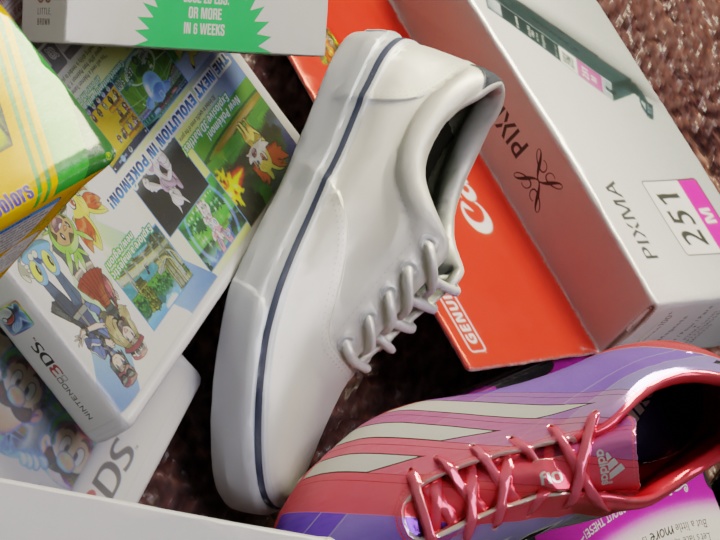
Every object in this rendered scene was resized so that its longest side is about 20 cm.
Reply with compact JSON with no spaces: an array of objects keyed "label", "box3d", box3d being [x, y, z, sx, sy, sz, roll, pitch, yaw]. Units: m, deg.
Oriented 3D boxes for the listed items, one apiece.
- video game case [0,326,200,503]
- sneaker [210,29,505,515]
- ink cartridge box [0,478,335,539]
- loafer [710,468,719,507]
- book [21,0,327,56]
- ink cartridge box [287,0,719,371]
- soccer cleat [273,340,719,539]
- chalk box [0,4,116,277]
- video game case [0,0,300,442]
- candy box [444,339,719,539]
[{"label":"video game case","box3d":[-0.155,0.035,0.960,0.200,0.024,0.182,48,44,-22]},{"label":"sneaker","box3d":[0.000,0.000,1.073,0.073,0.071,0.201,50,55,-62]},{"label":"ink cartridge box","box3d":[-0.069,0.172,0.878,0.199,0.043,0.197,10,70,-4]},{"label":"loafer","box3d":[0.197,0.100,1.279,0.071,0.073,0.200,41,48,-31]},{"label":"book","box3d":[-0.066,-0.182,1.042,0.133,0.048,0.201,-2,96,-49]},{"label":"ink cartridge box","box3d":[0.065,-0.055,1.182,0.173,0.044,0.200,-3,57,-49]},{"label":"soccer cleat","box3d":[0.060,0.075,1.054,0.199,0.076,0.067,-19,102,-25]},{"label":"chalk box","box3d":[-0.197,-0.060,0.855,0.200,0.124,0.124,51,46,2]},{"label":"video game case","box3d":[-0.107,-0.062,1.034,0.183,0.022,0.200,53,33,-15]},{"label":"candy box","box3d":[0.098,0.135,1.165,0.136,0.061,0.201,-18,87,-50]}]
